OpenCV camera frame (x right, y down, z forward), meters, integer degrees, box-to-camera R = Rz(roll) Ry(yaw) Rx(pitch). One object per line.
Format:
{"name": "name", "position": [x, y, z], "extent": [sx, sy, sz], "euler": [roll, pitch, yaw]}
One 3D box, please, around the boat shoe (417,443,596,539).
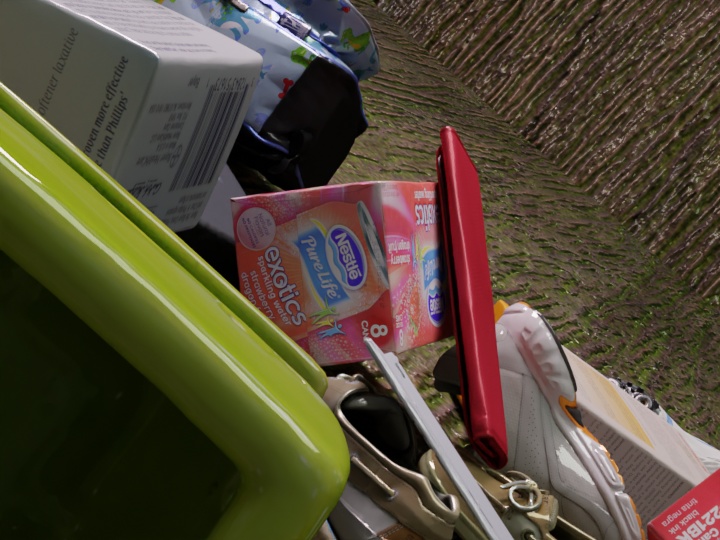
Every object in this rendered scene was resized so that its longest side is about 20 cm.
{"name": "boat shoe", "position": [0.121, 0.164, 1.070], "extent": [0.200, 0.063, 0.073], "euler": [42, 12, 3]}

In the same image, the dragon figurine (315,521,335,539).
{"name": "dragon figurine", "position": [-0.068, 0.062, 0.868], "extent": [0.199, 0.059, 0.099], "euler": [39, 13, -2]}

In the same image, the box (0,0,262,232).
{"name": "box", "position": [-0.173, -0.098, 0.888], "extent": [0.198, 0.106, 0.184], "euler": [26, 10, 8]}

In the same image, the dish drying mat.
{"name": "dish drying mat", "position": [0.069, 0.017, 1.123], "extent": [0.077, 0.018, 0.202], "euler": [50, 32, -63]}

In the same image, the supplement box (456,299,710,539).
{"name": "supplement box", "position": [0.163, 0.124, 1.309], "extent": [0.199, 0.074, 0.126], "euler": [35, 13, -23]}

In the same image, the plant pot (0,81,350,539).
{"name": "plant pot", "position": [-0.127, 0.045, 0.452], "extent": [0.200, 0.199, 0.181], "euler": [40, 6, 0]}

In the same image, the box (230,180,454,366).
{"name": "box", "position": [0.000, 0.000, 1.113], "extent": [0.200, 0.094, 0.104], "euler": [-6, 90, -74]}

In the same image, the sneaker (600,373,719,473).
{"name": "sneaker", "position": [0.252, 0.160, 1.503], "extent": [0.199, 0.072, 0.073], "euler": [35, -22, 3]}

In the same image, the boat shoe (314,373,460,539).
{"name": "boat shoe", "position": [-0.004, 0.091, 0.933], "extent": [0.074, 0.069, 0.200], "euler": [30, 16, -39]}

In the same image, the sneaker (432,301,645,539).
{"name": "sneaker", "position": [0.111, 0.129, 1.171], "extent": [0.202, 0.091, 0.076], "euler": [64, -8, 6]}

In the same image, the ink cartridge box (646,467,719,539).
{"name": "ink cartridge box", "position": [0.271, 0.233, 1.115], "extent": [0.200, 0.083, 0.145], "euler": [48, -14, 31]}

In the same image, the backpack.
{"name": "backpack", "position": [-0.087, -0.166, 1.362], "extent": [0.199, 0.148, 0.183], "euler": [35, -5, 11]}

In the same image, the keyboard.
{"name": "keyboard", "position": [0.059, 0.121, 0.910], "extent": [0.201, 0.011, 0.056], "euler": [57, 6, 12]}

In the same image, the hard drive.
{"name": "hard drive", "position": [-0.127, -0.063, 1.181], "extent": [0.139, 0.033, 0.200], "euler": [32, 15, -38]}
